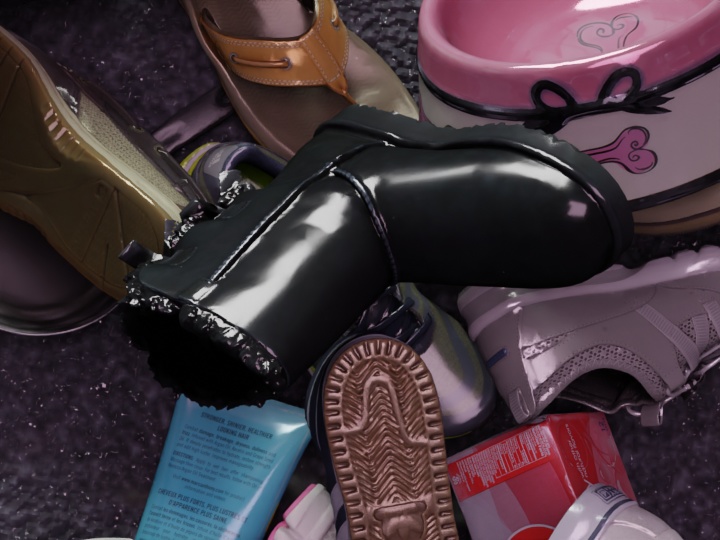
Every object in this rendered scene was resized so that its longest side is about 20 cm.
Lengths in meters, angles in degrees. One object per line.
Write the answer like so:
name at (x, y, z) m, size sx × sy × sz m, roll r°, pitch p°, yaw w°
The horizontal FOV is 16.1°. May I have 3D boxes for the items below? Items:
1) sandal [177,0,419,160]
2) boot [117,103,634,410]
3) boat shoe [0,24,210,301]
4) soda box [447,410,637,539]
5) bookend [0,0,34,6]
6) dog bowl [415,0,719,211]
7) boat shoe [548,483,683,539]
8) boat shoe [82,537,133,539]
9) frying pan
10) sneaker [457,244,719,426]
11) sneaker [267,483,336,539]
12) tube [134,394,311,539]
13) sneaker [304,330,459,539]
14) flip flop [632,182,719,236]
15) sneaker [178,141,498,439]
sandal at (-0.041, -0.124, 1.282) m, size 0.080 × 0.054 × 0.200 m, roll -33°, pitch 83°, yaw -16°
boot at (0.000, -0.001, 1.120) m, size 0.162 × 0.198 × 0.074 m, roll -41°, pitch 129°, yaw -32°
boat shoe at (-0.140, -0.055, 1.241) m, size 0.201 × 0.066 × 0.072 m, roll 42°, pitch 114°, yaw 25°
soda box at (0.113, 0.171, 1.225) m, size 0.063 × 0.070 × 0.201 m, roll -26°, pitch 76°, yaw 28°
bookend at (-0.125, -0.245, 1.245) m, size 0.198 × 0.092 × 0.201 m, roll -9°, pitch 63°, yaw -1°
dog bowl at (0.115, -0.109, 1.209) m, size 0.200 × 0.200 × 0.074 m, roll -21°, pitch 122°, yaw -5°
boat shoe at (0.096, 0.204, 1.157) m, size 0.086 × 0.075 × 0.202 m, roll 30°, pitch 94°, yaw 24°
boat shoe at (-0.124, 0.163, 1.198) m, size 0.199 × 0.067 × 0.074 m, roll -10°, pitch 61°, yaw 21°
frying pan at (-0.143, -0.051, 1.284) m, size 0.115 × 0.031 × 0.190 m, roll 32°, pitch 69°, yaw 0°
sneaker at (0.142, 0.039, 1.240) m, size 0.199 × 0.075 × 0.082 m, roll -4°, pitch 69°, yaw -24°
sneaker at (-0.030, 0.208, 1.232) m, size 0.087 × 0.074 × 0.200 m, roll 23°, pitch 77°, yaw 7°
tube at (-0.088, 0.152, 1.252) m, size 0.077 × 0.050 × 0.201 m, roll 18°, pitch 80°, yaw 16°
sneaker at (0.012, 0.124, 1.199) m, size 0.070 × 0.109 × 0.201 m, roll -4°, pitch 97°, yaw -5°
flip flop at (0.107, -0.047, 1.237) m, size 0.058 × 0.199 × 0.081 m, roll 61°, pitch 39°, yaw -28°
sneaker at (-0.012, 0.010, 1.250) m, size 0.200 × 0.081 × 0.074 m, roll 39°, pitch 78°, yaw -4°
